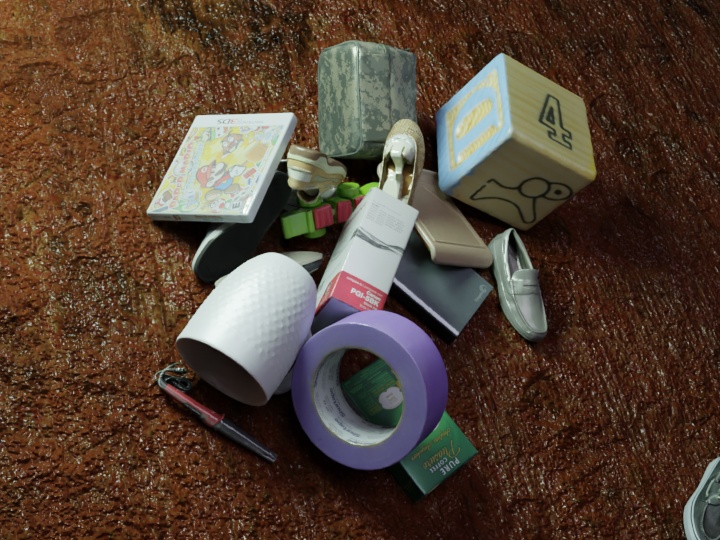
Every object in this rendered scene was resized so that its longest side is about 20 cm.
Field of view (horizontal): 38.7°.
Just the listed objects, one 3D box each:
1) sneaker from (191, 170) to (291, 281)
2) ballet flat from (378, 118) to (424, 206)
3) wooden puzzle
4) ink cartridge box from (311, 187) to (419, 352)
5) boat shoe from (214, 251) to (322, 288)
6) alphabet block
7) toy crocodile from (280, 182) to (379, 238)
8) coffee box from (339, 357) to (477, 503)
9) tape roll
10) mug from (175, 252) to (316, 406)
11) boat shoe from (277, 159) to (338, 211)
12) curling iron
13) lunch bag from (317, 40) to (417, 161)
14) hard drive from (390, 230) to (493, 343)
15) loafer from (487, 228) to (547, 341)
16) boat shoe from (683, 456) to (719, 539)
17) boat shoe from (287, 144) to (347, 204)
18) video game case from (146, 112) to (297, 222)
[{"bbox_3d":[-0.203,-0.082,1.545,0.200,0.120,0.084,-51,132,-11],"label":"sneaker"},{"bbox_3d":[0.062,-0.155,1.621,0.070,0.065,0.202,2,74,13],"label":"ballet flat"},{"bbox_3d":[0.122,-0.088,1.714,0.184,0.037,0.201,5,50,-52],"label":"wooden puzzle"},{"bbox_3d":[0.000,0.000,1.524,0.082,0.147,0.201,27,61,-9],"label":"ink cartridge box"},{"bbox_3d":[-0.133,0.020,1.535,0.199,0.072,0.063,-23,113,-43],"label":"boat shoe"},{"bbox_3d":[0.267,-0.220,1.793,0.199,0.195,0.198,23,50,-28],"label":"alphabet block"},{"bbox_3d":[-0.042,-0.095,1.630,0.199,0.068,0.062,-19,23,-35],"label":"toy crocodile"},{"bbox_3d":[0.064,0.223,1.488,0.123,0.044,0.200,-31,75,-37],"label":"coffee box"},{"bbox_3d":[0.012,0.160,1.384,0.200,0.200,0.085,48,25,10],"label":"tape roll"},{"bbox_3d":[-0.131,0.087,1.411,0.176,0.147,0.201,-56,134,-27],"label":"mug"},{"bbox_3d":[-0.115,-0.144,1.638,0.198,0.070,0.071,12,53,-22],"label":"boat shoe"},{"bbox_3d":[-0.193,0.194,1.385,0.199,0.026,0.050,38,51,1],"label":"curling iron"},{"bbox_3d":[0.026,-0.279,1.733,0.167,0.139,0.202,-3,92,-33],"label":"lunch bag"},{"bbox_3d":[0.107,0.009,1.672,0.200,0.033,0.140,40,48,3],"label":"hard drive"},{"bbox_3d":[0.268,0.023,1.722,0.069,0.070,0.201,-3,59,-31],"label":"loafer"},{"bbox_3d":[0.574,0.364,1.640,0.072,0.071,0.200,36,49,-1],"label":"boat shoe"},{"bbox_3d":[-0.075,-0.139,1.556,0.071,0.077,0.200,16,2,16],"label":"boat shoe"},{"bbox_3d":[-0.206,-0.156,1.534,0.181,0.023,0.201,3,55,27],"label":"video game case"}]
